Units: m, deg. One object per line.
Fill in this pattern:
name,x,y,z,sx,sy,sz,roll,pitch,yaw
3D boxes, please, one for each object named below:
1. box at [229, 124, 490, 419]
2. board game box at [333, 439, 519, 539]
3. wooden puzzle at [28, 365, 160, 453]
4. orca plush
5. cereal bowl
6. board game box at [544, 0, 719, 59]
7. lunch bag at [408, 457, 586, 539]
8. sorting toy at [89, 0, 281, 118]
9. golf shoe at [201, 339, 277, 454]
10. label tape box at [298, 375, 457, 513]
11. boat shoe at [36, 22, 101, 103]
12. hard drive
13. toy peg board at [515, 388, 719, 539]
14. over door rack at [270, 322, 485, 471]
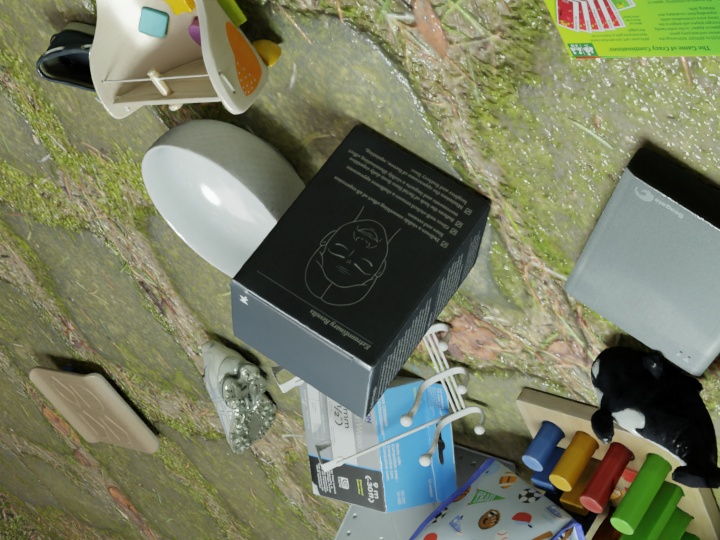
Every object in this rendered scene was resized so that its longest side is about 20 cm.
box,0.000,0.000,1.275,0.147,0.201,0.107,31,153,13
board game box,0.070,0.296,1.667,0.198,0.202,0.026,12,158,42
wooden puzzle,-0.433,0.220,2.365,0.199,0.046,0.186,-1,134,46
orca plush,0.246,0.109,1.224,0.104,0.201,0.072,-16,119,5
cereal bowl,-0.119,-0.077,1.438,0.199,0.084,0.201,30,153,17
board game box,0.201,-0.187,0.893,0.199,0.048,0.102,8,142,46
lunch bag,0.130,0.324,1.488,0.124,0.199,0.170,57,166,-28
sorting toy,-0.173,-0.235,1.252,0.199,0.107,0.181,5,132,49
golf shoe,-0.169,0.165,1.925,0.097,0.078,0.201,44,153,30
label tape box,0.019,0.195,1.644,0.199,0.066,0.145,5,105,51
boat shoe,-0.246,-0.202,1.425,0.198,0.062,0.075,19,146,33
hard drive,0.249,-0.003,1.142,0.139,0.033,0.201,34,153,10
toy peg board,0.250,0.240,1.455,0.198,0.098,0.201,13,144,41
over door rack,0.022,0.146,1.522,0.197,0.067,0.149,-16,129,11
